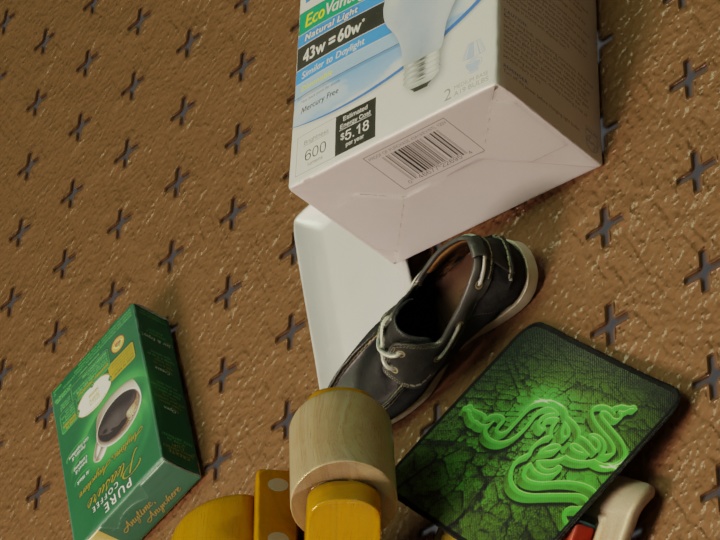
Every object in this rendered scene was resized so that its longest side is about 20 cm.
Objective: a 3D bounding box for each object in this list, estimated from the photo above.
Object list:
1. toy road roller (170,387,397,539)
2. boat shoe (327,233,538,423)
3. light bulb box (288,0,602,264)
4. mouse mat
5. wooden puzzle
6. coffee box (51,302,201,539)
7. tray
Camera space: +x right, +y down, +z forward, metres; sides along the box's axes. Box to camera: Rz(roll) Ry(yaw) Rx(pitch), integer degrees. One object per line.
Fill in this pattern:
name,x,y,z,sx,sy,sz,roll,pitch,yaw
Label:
toy road roller,-0.055,0.180,1.653,0.123,0.146,0.200,-94,8,-57
boat shoe,0.035,0.044,1.762,0.200,0.068,0.072,-44,60,27
light bulb box,0.062,-0.144,1.814,0.198,0.125,0.200,-26,46,32
mouse mat,0.109,0.113,1.628,0.161,0.008,0.200,-47,29,-9
wooden puzzle,0.089,0.210,1.595,0.185,0.037,0.200,10,73,57
coffee box,-0.195,0.134,2.042,0.123,0.044,0.200,-47,34,21
tray,0.000,0.000,1.898,0.107,0.022,0.200,-43,36,27
